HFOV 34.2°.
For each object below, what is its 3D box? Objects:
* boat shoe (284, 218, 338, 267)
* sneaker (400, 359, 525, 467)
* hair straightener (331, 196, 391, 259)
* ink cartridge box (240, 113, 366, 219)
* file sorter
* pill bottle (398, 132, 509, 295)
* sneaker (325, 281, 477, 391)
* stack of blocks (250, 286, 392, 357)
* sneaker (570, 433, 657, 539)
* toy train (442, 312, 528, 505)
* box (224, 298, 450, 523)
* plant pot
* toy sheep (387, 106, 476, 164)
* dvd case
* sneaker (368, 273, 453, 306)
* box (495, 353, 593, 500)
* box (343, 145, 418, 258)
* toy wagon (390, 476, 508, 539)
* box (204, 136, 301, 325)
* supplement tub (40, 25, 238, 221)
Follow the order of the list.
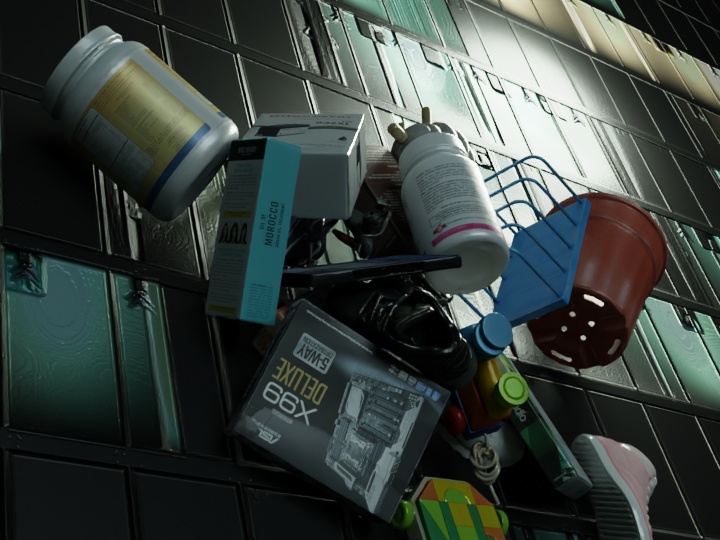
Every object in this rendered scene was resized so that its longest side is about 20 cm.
[{"bbox_3d":[-0.075,-0.039,1.468,0.067,0.072,0.200,38,27,-2],"label":"boat shoe"},{"bbox_3d":[0.130,0.164,1.429,0.199,0.081,0.077,36,32,-10],"label":"sneaker"},{"bbox_3d":[0.003,-0.062,1.481,0.040,0.078,0.200,27,4,-8],"label":"hair straightener"},{"bbox_3d":[-0.072,-0.135,1.467,0.142,0.085,0.200,1,21,6],"label":"ink cartridge box"},{"bbox_3d":[0.217,-0.039,1.631,0.122,0.138,0.202,42,45,-22],"label":"file sorter"},{"bbox_3d":[0.116,-0.078,1.528,0.112,0.114,0.202,16,42,-32],"label":"pill bottle"},{"bbox_3d":[0.035,0.049,1.287,0.198,0.076,0.115,32,-18,31],"label":"sneaker"},{"bbox_3d":[-0.018,0.120,1.350,0.200,0.059,0.115,47,34,9],"label":"stack of blocks"},{"bbox_3d":[0.348,0.298,1.496,0.103,0.076,0.202,12,39,-28],"label":"sneaker"},{"bbox_3d":[0.153,0.154,1.329,0.084,0.116,0.203,-11,73,-29],"label":"toy train"},{"bbox_3d":[-0.023,0.151,1.248,0.199,0.050,0.159,33,71,-12],"label":"box"},{"bbox_3d":[0.332,0.025,1.702,0.200,0.201,0.196,37,42,-5],"label":"plant pot"},{"bbox_3d":[0.103,-0.158,1.715,0.199,0.137,0.139,32,32,-34],"label":"toy sheep"},{"bbox_3d":[0.000,0.000,1.369,0.197,0.142,0.018,-7,94,-28],"label":"dvd case"},{"bbox_3d":[0.047,0.043,1.489,0.075,0.080,0.199,47,28,20],"label":"sneaker"},{"bbox_3d":[0.215,0.188,1.468,0.201,0.036,0.144,57,7,23],"label":"box"},{"bbox_3d":[0.037,-0.077,1.614,0.099,0.075,0.201,-4,52,-47],"label":"box"},{"bbox_3d":[0.117,0.321,1.275,0.153,0.040,0.202,13,43,-35],"label":"toy wagon"},{"bbox_3d":[-0.121,-0.044,1.313,0.049,0.082,0.204,11,86,-36],"label":"box"},{"bbox_3d":[-0.257,-0.172,1.363,0.199,0.145,0.145,40,34,-1],"label":"supplement tub"}]
